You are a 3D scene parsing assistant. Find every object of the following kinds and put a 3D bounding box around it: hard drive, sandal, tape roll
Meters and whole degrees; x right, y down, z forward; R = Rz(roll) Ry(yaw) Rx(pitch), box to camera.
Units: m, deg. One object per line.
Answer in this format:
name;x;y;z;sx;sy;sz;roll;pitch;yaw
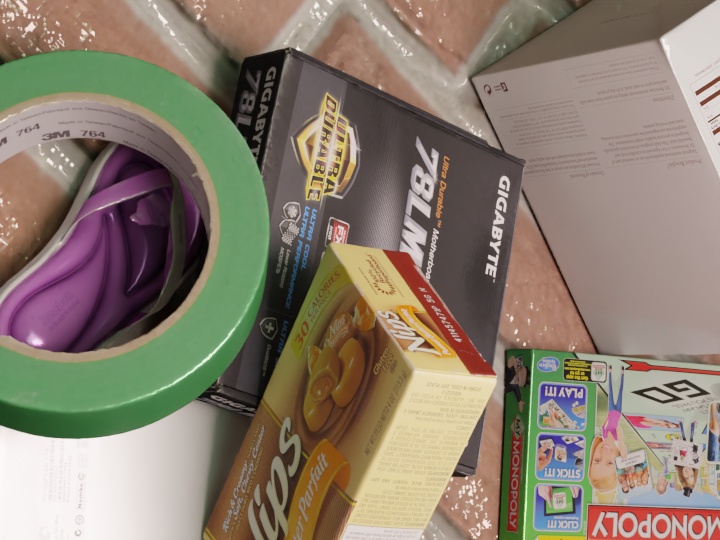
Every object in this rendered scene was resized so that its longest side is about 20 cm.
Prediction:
hard drive;-0.123;0.118;1.224;0.199;0.026;0.133;6;84;-32
sandal;-0.127;-0.010;1.203;0.082;0.050;0.203;44;58;-16
tape roll;-0.147;-0.015;1.148;0.199;0.048;0.201;2;68;-4

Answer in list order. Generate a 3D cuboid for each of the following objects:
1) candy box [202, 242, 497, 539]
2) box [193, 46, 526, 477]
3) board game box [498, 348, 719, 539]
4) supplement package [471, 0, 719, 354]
candy box;-0.010;0.100;1.157;0.055;0.116;0.201;7;121;-30
box;0.000;0.000;1.273;0.198;0.050;0.201;22;72;-36
board game box;0.178;0.124;1.409;0.199;0.029;0.135;6;84;-32
supplement package;0.209;-0.071;1.344;0.147;0.191;0.201;-33;105;-28
